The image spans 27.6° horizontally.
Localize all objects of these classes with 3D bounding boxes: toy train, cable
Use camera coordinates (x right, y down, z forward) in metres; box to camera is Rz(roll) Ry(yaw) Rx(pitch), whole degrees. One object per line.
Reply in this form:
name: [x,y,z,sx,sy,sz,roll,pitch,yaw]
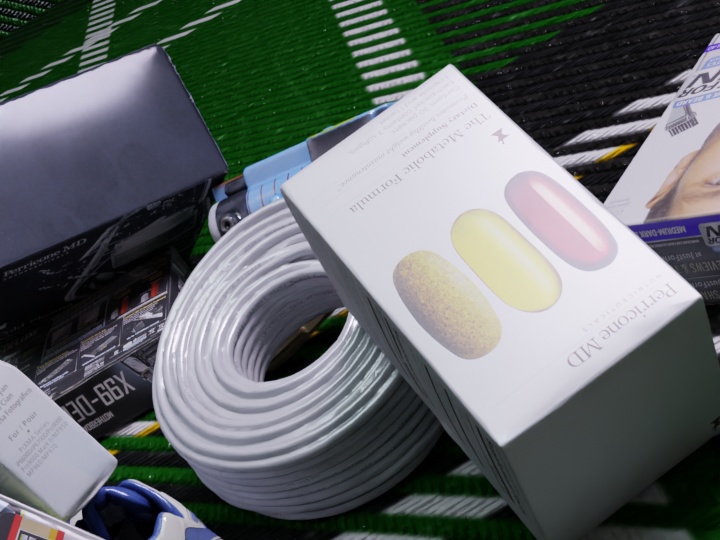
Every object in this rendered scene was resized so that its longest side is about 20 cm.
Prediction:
toy train: [-0.023,-0.061,1.056,0.199,0.087,0.114,-20,-1,27]
cable: [-0.028,0.044,0.854,0.199,0.069,0.200,21,68,44]

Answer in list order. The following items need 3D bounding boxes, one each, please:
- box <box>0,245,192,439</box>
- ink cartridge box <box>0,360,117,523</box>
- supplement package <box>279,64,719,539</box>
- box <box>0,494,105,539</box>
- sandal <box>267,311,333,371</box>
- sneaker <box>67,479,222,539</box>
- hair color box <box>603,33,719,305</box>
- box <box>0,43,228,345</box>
box: [-0.215,0.076,1.116,0.199,0.050,0.158,-30,23,6]
ink cartridge box: [-0.236,0.066,0.797,0.047,0.200,0.160,-47,7,-29]
supplement package: [0.068,0.015,0.705,0.113,0.110,0.200,-36,49,-6]
box: [-0.209,0.200,0.685,0.035,0.109,0.201,116,177,-60]
sandal: [-0.003,-0.005,0.986,0.211,0.078,0.069,-40,-22,22]
sneaker: [-0.125,0.147,0.819,0.075,0.088,0.200,-45,25,-23]
hair color box: [0.221,-0.066,0.820,0.109,0.065,0.200,-8,36,44]
box: [-0.230,-0.053,1.147,0.199,0.124,0.197,-26,-12,-23]
